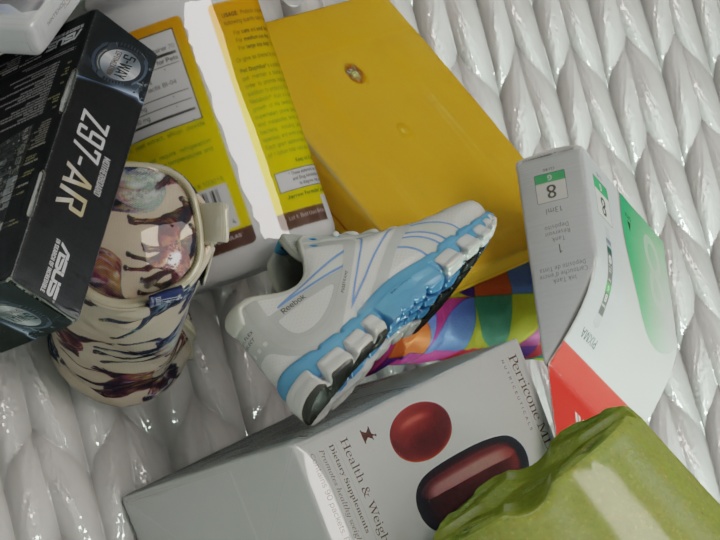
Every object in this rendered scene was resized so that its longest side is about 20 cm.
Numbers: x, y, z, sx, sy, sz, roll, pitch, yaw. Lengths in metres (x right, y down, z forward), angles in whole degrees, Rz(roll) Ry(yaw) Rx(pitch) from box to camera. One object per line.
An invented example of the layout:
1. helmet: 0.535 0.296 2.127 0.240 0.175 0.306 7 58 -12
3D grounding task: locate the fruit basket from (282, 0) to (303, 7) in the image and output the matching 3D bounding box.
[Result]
1. fruit basket: -0.057 -0.271 1.689 0.185 0.094 0.200 39 61 0

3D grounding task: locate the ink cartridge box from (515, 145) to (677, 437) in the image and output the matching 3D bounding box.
1. ink cartridge box: 0.148 0.047 1.688 0.161 0.050 0.200 42 35 -59

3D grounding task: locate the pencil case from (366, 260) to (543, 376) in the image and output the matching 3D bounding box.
1. pencil case: 0.060 0.022 1.753 0.200 0.088 0.089 1 75 -47

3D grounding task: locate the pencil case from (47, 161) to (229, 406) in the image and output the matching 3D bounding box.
1. pencil case: -0.119 0.010 1.488 0.089 0.200 0.078 9 71 -4

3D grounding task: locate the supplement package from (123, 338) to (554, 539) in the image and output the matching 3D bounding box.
1. supplement package: 0.012 0.167 1.599 0.200 0.147 0.192 -24 93 -47

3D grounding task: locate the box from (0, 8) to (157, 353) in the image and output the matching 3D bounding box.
1. box: -0.196 -0.026 1.410 0.044 0.200 0.160 35 52 -32

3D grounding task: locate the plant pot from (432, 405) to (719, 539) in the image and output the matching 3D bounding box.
1. plant pot: 0.138 0.180 1.496 0.184 0.200 0.200 54 43 -3

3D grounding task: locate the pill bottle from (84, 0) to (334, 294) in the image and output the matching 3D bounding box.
1. pill bottle: -0.094 -0.092 1.612 0.109 0.109 0.200 -18 89 -48

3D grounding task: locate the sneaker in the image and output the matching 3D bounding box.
1. sneaker: 0.000 0.000 1.559 0.087 0.075 0.200 40 41 11

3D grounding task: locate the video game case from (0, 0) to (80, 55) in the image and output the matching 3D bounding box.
1. video game case: -0.209 -0.178 1.464 0.182 0.200 0.023 -61 146 -40

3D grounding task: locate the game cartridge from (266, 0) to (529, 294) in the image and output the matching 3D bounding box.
1. game cartridge: 0.019 -0.074 1.721 0.200 0.032 0.176 52 36 13
